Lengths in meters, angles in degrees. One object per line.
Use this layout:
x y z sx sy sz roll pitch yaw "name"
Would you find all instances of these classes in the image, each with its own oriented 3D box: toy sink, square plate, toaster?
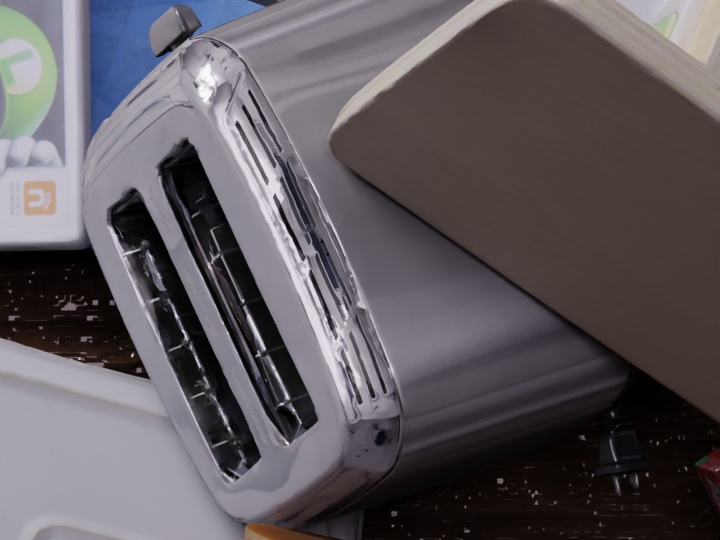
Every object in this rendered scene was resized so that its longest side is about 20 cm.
0.114 -0.046 0.829 0.200 0.130 0.112 33 59 -14 "toy sink"
-0.084 0.112 0.861 0.198 0.028 0.200 16 56 -22 "square plate"
0.000 0.000 0.891 0.129 0.114 0.200 -18 79 -38 "toaster"

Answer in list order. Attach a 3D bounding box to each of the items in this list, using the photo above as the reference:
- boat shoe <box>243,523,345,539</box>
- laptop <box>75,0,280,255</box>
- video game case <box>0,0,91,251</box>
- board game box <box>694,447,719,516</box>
0.044 0.129 0.875 0.200 0.070 0.070 12 90 -23 "boat shoe"
-0.115 -0.134 0.968 0.187 0.200 0.116 19 28 4 "laptop"
-0.185 -0.105 0.955 0.182 0.023 0.200 -1 87 4 "video game case"
0.219 0.060 0.926 0.200 0.019 0.103 -30 101 -11 "board game box"
